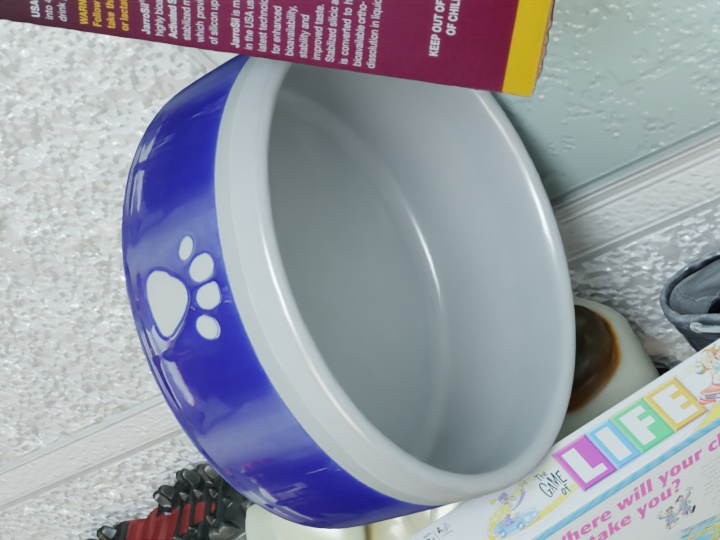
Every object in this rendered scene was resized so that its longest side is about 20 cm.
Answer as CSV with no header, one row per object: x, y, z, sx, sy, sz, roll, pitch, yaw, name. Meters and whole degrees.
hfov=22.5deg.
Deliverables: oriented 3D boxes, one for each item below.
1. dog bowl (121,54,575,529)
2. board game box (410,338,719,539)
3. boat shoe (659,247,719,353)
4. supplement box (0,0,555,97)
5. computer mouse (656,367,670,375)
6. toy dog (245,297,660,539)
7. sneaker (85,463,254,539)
0.000,0.000,0.736,0.078,0.202,0.200,-21,133,36,dog bowl
0.125,0.112,0.786,0.199,0.034,0.135,-30,135,-12,board game box
0.223,-0.004,0.793,0.199,0.072,0.068,-18,136,41,boat shoe
-0.026,-0.142,0.639,0.197,0.111,0.086,8,141,2,supplement box
0.177,0.131,0.981,0.139,0.046,0.201,10,141,2,computer mouse
0.054,0.087,0.883,0.198,0.196,0.139,-24,153,17,toy dog
-0.093,0.175,1.075,0.097,0.071,0.200,30,140,-22,sneaker
